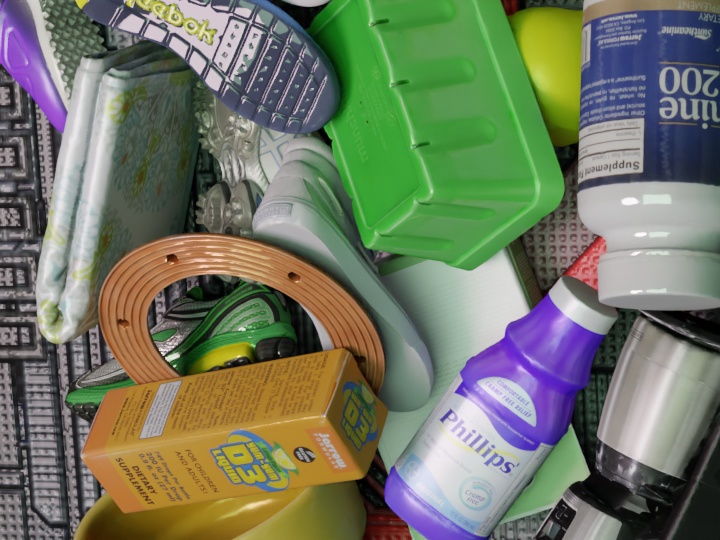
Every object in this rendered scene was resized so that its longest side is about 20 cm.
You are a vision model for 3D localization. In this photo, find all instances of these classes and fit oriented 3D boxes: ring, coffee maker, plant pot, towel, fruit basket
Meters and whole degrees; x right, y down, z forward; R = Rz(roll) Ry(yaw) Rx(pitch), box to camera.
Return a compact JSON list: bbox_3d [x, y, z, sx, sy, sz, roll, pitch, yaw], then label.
[{"bbox_3d":[-0.079,0.043,1.714,0.200,0.019,0.201,9,137,9],"label":"ring"},{"bbox_3d":[0.231,0.143,1.680,0.192,0.135,0.200,23,96,11],"label":"coffee maker"},{"bbox_3d":[-0.076,0.233,1.789,0.201,0.201,0.189,-14,111,19],"label":"plant pot"},{"bbox_3d":[-0.166,-0.061,1.764,0.048,0.171,0.200,16,105,16],"label":"towel"},{"bbox_3d":[0.085,-0.117,1.702,0.216,0.216,0.155,54,142,2],"label":"fruit basket"}]

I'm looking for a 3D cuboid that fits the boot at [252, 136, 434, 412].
[{"bbox_3d":[0.000,0.000,1.727,0.073,0.096,0.200,-10,131,28],"label":"boot"}]

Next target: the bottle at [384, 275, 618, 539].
[{"bbox_3d":[0.098,0.095,1.716,0.084,0.065,0.200,38,108,9],"label":"bottle"}]

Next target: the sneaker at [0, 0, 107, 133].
[{"bbox_3d":[-0.256,-0.177,1.832,0.099,0.070,0.200,-27,87,27],"label":"sneaker"}]

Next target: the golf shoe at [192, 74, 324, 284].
[{"bbox_3d":[-0.061,-0.092,1.779,0.078,0.097,0.200,18,110,53],"label":"golf shoe"}]

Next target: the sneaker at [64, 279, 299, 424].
[{"bbox_3d":[-0.128,0.064,1.839,0.200,0.078,0.085,-21,57,27],"label":"sneaker"}]

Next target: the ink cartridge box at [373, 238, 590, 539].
[{"bbox_3d":[0.071,0.078,1.781,0.145,0.048,0.200,-20,95,20],"label":"ink cartridge box"}]

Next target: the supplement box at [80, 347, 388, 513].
[{"bbox_3d":[-0.086,0.110,1.724,0.200,0.069,0.067,-13,128,28],"label":"supplement box"}]

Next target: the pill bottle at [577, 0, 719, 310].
[{"bbox_3d":[0.193,-0.079,1.610,0.111,0.111,0.200,0,82,18],"label":"pill bottle"}]

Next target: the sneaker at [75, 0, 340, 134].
[{"bbox_3d":[-0.092,-0.163,1.692,0.200,0.082,0.074,35,109,10],"label":"sneaker"}]

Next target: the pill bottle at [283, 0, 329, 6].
[{"bbox_3d":[-0.003,-0.274,1.665,0.109,0.109,0.200,36,67,8],"label":"pill bottle"}]
